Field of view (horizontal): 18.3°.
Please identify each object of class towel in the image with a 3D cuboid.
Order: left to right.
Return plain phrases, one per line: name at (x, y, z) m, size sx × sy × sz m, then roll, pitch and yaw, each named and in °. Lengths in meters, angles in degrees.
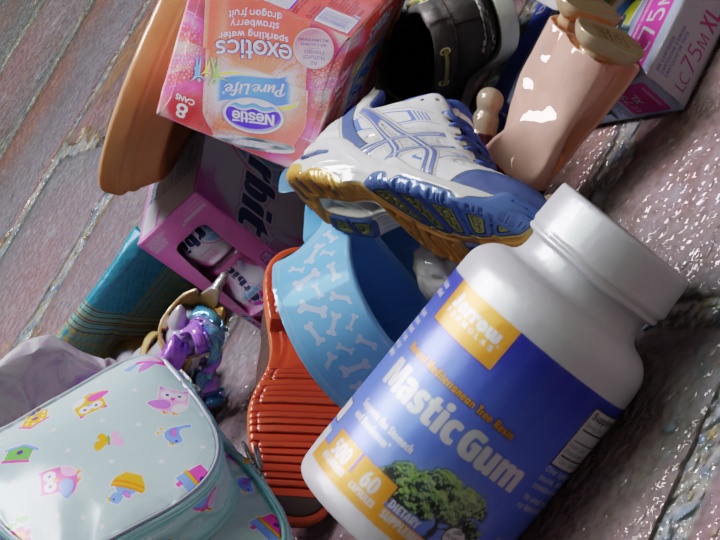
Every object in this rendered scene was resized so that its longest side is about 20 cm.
towel at (-0.186, 0.050, 1.635) m, size 0.200 × 0.022 × 0.147 m, roll -51°, pitch -19°, yaw 8°

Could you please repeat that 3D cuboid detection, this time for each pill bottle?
pill bottle at (0.071, 0.058, 1.128) m, size 0.200 × 0.112 × 0.112 m, roll -52°, pitch 23°, yaw 6°

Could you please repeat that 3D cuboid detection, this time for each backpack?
backpack at (-0.127, 0.158, 1.256) m, size 0.176 × 0.154 × 0.200 m, roll -28°, pitch 50°, yaw -20°

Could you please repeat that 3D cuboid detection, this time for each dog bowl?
dog bowl at (0.000, 0.000, 1.358) m, size 0.050 × 0.112 × 0.200 m, roll -29°, pitch 31°, yaw 20°

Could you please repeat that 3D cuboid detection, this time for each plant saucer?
plant saucer at (-0.117, -0.138, 1.479) m, size 0.200 × 0.037 × 0.201 m, roll 23°, pitch -90°, yaw -88°

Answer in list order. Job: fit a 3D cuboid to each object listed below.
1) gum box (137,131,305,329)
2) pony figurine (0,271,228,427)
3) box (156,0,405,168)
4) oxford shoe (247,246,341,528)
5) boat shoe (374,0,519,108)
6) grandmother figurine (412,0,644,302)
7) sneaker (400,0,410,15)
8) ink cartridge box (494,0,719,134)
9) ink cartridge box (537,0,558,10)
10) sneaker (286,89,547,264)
gum box at (-0.085, -0.058, 1.583) m, size 0.066 × 0.113 × 0.200 m, roll -40°, pitch 26°, yaw 29°
pony figurine at (-0.166, 0.095, 1.509) m, size 0.193 × 0.166 × 0.200 m, roll -52°, pitch 4°, yaw -25°
box at (-0.043, -0.147, 1.391) m, size 0.200 × 0.102 × 0.095 m, roll -59°, pitch -9°, yaw -66°
oxford shoe at (-0.034, 0.083, 1.381) m, size 0.073 × 0.071 × 0.200 m, roll 101°, pitch 175°, yaw -50°
boat shoe at (0.040, -0.131, 1.435) m, size 0.201 × 0.060 × 0.072 m, roll 127°, pitch 124°, yaw -65°
grandmother figurine at (0.091, -0.057, 1.282) m, size 0.200 × 0.060 × 0.121 m, roll -60°, pitch 22°, yaw 26°
sneaker at (0.041, -0.186, 1.569) m, size 0.200 × 0.076 × 0.077 m, roll 1°, pitch 62°, yaw 62°
ink cartridge box at (0.149, -0.144, 1.358) m, size 0.200 × 0.042 × 0.120 m, roll -8°, pitch 50°, yaw 61°
ink cartridge box at (0.094, -0.246, 1.363) m, size 0.200 × 0.067 × 0.117 m, roll 40°, pitch 128°, yaw 44°
sneaker at (0.041, -0.061, 1.238) m, size 0.200 × 0.075 × 0.088 m, roll 19°, pitch 65°, yaw 49°
